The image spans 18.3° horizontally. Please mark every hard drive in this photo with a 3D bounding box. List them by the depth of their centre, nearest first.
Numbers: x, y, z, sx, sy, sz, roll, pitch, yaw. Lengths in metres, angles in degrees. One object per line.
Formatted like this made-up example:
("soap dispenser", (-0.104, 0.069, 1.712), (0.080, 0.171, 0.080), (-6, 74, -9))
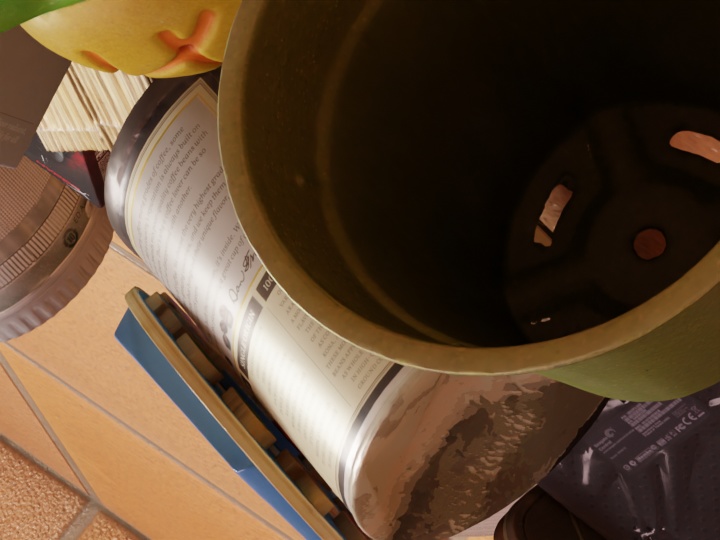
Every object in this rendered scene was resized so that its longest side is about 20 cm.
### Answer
("hard drive", (0.169, 0.088, 1.032), (0.200, 0.042, 0.135), (36, 127, -13))

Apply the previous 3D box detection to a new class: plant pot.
("plant pot", (0.081, -0.037, 0.777), (0.200, 0.200, 0.190), (29, 176, 28))

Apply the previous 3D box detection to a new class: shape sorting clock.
("shape sorting clock", (-0.039, 0.082, 1.042), (0.200, 0.039, 0.200), (45, 176, 4))

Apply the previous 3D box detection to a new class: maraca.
("maraca", (-0.087, -0.122, 0.851), (0.137, 0.200, 0.107), (-154, 41, -77))

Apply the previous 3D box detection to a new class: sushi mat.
("sushi mat", (-0.151, -0.130, 1.031), (0.096, 0.012, 0.200), (8, 137, 37))

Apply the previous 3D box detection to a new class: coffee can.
("coffee can", (0.000, 0.000, 0.978), (0.200, 0.146, 0.146), (48, 172, 33))

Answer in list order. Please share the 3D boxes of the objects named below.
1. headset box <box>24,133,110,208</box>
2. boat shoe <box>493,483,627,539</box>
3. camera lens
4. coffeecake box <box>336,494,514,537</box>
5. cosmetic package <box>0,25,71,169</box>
("headset box", (-0.190, -0.135, 1.240), (0.149, 0.077, 0.200), (35, 166, 10))
("boat shoe", (0.131, 0.138, 1.116), (0.068, 0.200, 0.072), (-41, 63, 40))
("camera lens", (-0.275, -0.067, 1.468), (0.160, 0.160, 0.200), (19, 157, 49))
("coffeecake box", (0.062, 0.083, 1.178), (0.153, 0.073, 0.200), (-2, 160, 0))
("cosmetic package", (-0.229, -0.129, 0.979), (0.200, 0.090, 0.107), (32, -175, 23))
